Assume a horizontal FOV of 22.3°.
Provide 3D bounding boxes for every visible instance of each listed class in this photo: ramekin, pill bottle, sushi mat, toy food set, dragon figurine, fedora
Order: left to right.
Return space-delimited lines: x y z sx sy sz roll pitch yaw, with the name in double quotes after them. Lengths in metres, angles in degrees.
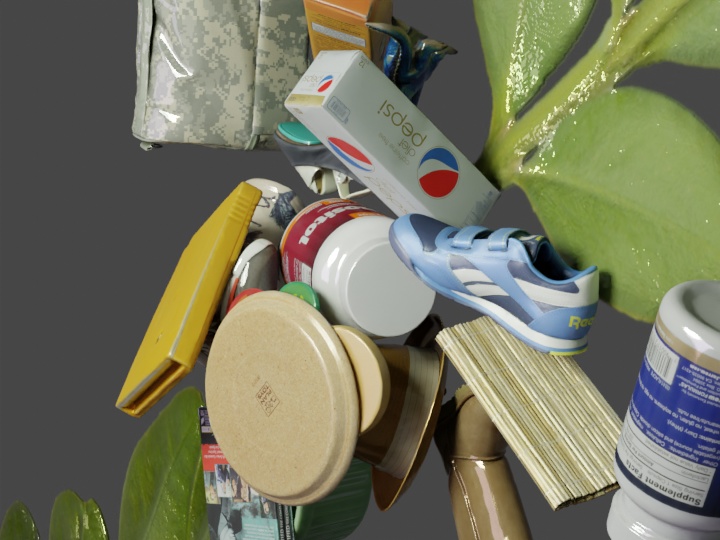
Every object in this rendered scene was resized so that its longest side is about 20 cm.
-0.067 0.109 1.633 0.198 0.048 0.201 41 123 32 "toy food set"
-0.072 0.194 1.872 0.200 0.097 0.201 12 104 56 "ramekin"
0.000 0.000 1.680 0.200 0.112 0.114 -151 61 -71 "pill bottle"
0.016 0.121 1.673 0.201 0.081 0.202 -162 90 -79 "fedora"
0.034 -0.168 1.632 0.059 0.200 0.100 28 97 9 "dragon figurine"
0.151 0.108 1.515 0.200 0.095 0.012 55 155 35 "sushi mat"
0.252 0.118 1.344 0.116 0.115 0.201 43 129 46 "pill bottle"

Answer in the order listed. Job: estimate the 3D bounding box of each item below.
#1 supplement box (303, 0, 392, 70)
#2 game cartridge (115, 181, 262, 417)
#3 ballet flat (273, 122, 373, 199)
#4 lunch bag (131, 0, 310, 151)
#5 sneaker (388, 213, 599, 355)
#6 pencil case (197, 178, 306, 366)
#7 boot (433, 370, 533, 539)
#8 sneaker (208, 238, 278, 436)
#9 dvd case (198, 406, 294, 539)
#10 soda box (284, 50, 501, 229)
-0.009 -0.226 1.651 0.200 0.068 0.067 77 -149 -74 "supplement box"
-0.165 0.030 1.771 0.176 0.032 0.201 -40 24 59 "game cartridge"
-0.024 -0.105 1.791 0.200 0.073 0.074 14 105 54 "ballet flat"
-0.152 -0.224 1.880 0.139 0.167 0.201 27 115 53 "lunch bag"
0.117 -0.007 1.541 0.199 0.074 0.083 29 119 18 "sneaker"
-0.116 0.002 1.861 0.089 0.078 0.201 -10 51 45 "pencil case"
0.129 0.201 1.598 0.175 0.066 0.201 131 128 -63 "boot"
-0.087 0.072 1.741 0.081 0.077 0.201 11 99 20 "sneaker"
-0.113 0.235 1.831 0.146 0.022 0.201 -9 86 57 "dvd case"
0.029 -0.105 1.593 0.064 0.200 0.068 -55 30 -15 "soda box"
